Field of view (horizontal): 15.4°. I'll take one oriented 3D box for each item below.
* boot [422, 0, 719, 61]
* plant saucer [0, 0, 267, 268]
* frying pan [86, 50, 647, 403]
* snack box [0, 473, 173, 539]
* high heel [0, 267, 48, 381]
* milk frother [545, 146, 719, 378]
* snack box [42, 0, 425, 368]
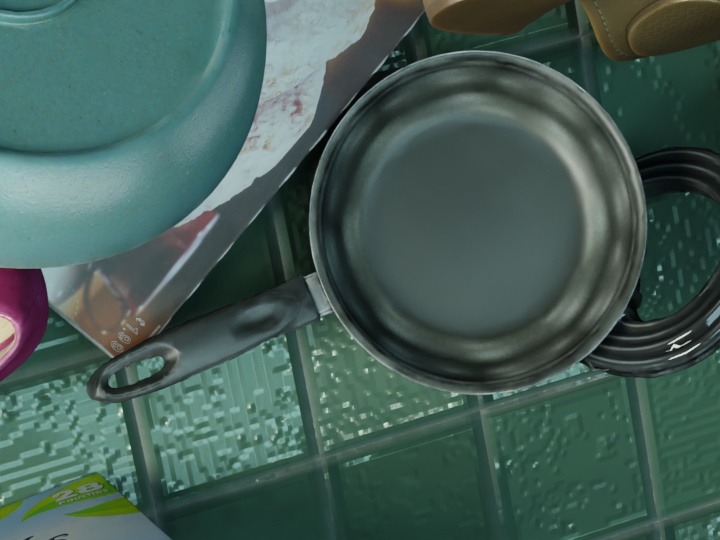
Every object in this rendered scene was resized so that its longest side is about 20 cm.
[{"bbox_3d":[0.082,-0.156,0.898,0.199,0.073,0.156,3,73,-48],"label":"boot"},{"bbox_3d":[-0.112,-0.097,0.794,0.199,0.027,0.201,15,59,-26],"label":"plant saucer"},{"bbox_3d":[0.013,0.011,0.897,0.115,0.031,0.190,44,85,0],"label":"frying pan"},{"bbox_3d":[-0.143,0.141,0.820,0.199,0.169,0.068,-18,104,-15],"label":"snack box"},{"bbox_3d":[-0.181,0.053,0.818,0.199,0.096,0.068,-31,110,-1],"label":"high heel"},{"bbox_3d":[0.191,0.010,0.954,0.199,0.181,0.189,-21,114,31],"label":"milk frother"},{"bbox_3d":[-0.042,-0.067,0.893,0.072,0.024,0.200,41,85,-24],"label":"snack box"}]
